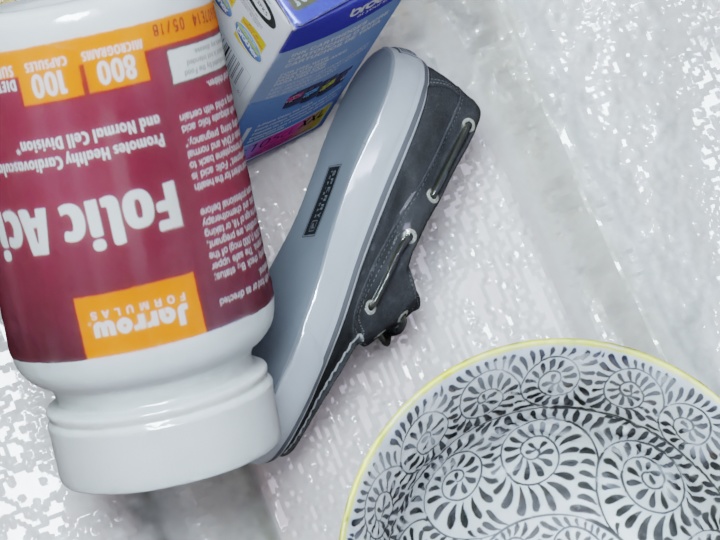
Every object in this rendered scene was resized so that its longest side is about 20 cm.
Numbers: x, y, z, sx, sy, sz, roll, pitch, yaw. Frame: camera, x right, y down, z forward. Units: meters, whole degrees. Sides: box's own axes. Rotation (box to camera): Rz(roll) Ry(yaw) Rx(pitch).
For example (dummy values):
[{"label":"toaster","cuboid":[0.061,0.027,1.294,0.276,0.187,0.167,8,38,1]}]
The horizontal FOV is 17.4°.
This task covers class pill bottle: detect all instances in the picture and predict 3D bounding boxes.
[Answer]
[{"label":"pill bottle","cuboid":[-0.099,-0.016,0.975,0.114,0.114,0.200,-13,100,-9]}]

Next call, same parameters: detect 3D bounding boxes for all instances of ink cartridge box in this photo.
[{"label":"ink cartridge box","cuboid":[-0.053,-0.142,1.018,0.076,0.200,0.137,-30,81,-23]}]

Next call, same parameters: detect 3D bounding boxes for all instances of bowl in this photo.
[{"label":"bowl","cuboid":[0.085,0.137,1.020,0.200,0.094,0.201,1,75,-5]}]

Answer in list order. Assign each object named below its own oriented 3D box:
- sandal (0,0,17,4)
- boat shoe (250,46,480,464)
[{"label":"sandal","cuboid":[-0.165,-0.120,1.057,0.070,0.078,0.212,-18,76,-48]},{"label":"boat shoe","cuboid":[0.000,0.000,1.065,0.066,0.070,0.200,25,79,-24]}]
